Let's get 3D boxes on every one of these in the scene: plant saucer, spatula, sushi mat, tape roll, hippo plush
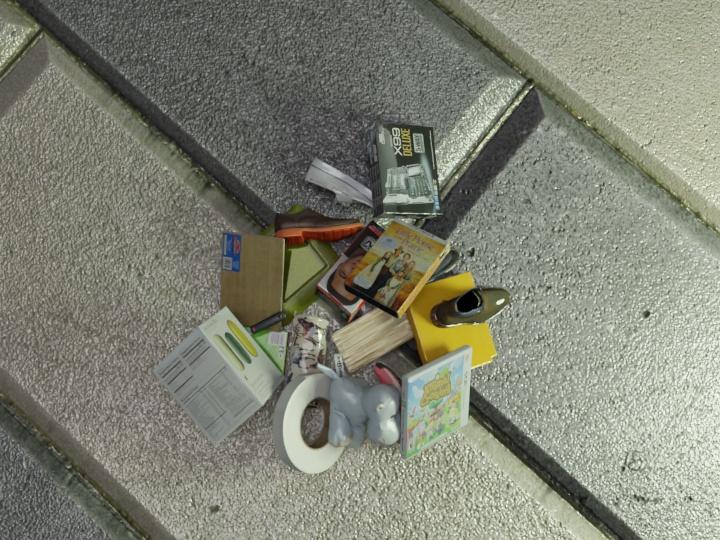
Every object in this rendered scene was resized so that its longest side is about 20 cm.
[{"bbox_3d":[-0.158,-0.016,1.730,0.199,0.048,0.201,-39,82,-4],"label":"plant saucer"},{"bbox_3d":[-0.247,0.138,1.688,0.196,0.021,0.058,-27,81,12],"label":"spatula"},{"bbox_3d":[0.040,0.133,1.683,0.197,0.012,0.097,-30,82,-2],"label":"sushi mat"},{"bbox_3d":[-0.098,0.314,1.616,0.036,0.200,0.209,-1,78,43],"label":"tape roll"},{"bbox_3d":[0.024,0.272,1.598,0.157,0.158,0.206,-2,99,32],"label":"hippo plush"}]

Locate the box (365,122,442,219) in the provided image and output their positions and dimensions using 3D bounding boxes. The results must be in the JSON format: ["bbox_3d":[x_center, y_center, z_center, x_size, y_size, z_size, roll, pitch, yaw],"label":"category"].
[{"bbox_3d":[0.096,-0.218,1.719,0.154,0.049,0.206,0,80,-29],"label":"box"}]

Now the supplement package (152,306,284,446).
[{"bbox_3d":[-0.289,0.215,1.610,0.150,0.152,0.201,-40,92,18],"label":"supplement package"}]

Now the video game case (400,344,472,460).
[{"bbox_3d":[0.156,0.267,1.591,0.197,0.022,0.187,-19,118,-40],"label":"video game case"}]

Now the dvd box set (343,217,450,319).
[{"bbox_3d":[0.077,-0.008,1.629,0.144,0.030,0.201,27,63,27],"label":"dvd box set"}]

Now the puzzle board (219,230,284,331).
[{"bbox_3d":[-0.236,0.022,1.696,0.147,0.017,0.206,8,104,18],"label":"puzzle board"}]

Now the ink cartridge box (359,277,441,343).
[{"bbox_3d":[0.098,0.087,1.713,0.195,0.039,0.102,-17,81,-2],"label":"ink cartridge box"}]

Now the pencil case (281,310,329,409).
[{"bbox_3d":[-0.120,0.194,1.682,0.087,0.078,0.206,9,82,-14],"label":"pencil case"}]

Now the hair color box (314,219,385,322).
[{"bbox_3d":[0.000,0.000,1.690,0.101,0.061,0.201,37,68,6],"label":"hair color box"}]

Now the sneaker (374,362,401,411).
[{"bbox_3d":[0.074,0.294,1.664,0.086,0.074,0.202,-33,82,-2],"label":"sneaker"}]

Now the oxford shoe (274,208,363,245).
[{"bbox_3d":[-0.091,-0.104,1.690,0.194,0.071,0.074,-4,71,-8],"label":"oxford shoe"}]

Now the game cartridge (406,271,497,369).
[{"bbox_3d":[0.192,0.121,1.680,0.172,0.032,0.205,-14,82,-23],"label":"game cartridge"}]

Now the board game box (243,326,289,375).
[{"bbox_3d":[-0.259,0.173,1.715,0.194,0.030,0.098,6,81,0],"label":"board game box"}]

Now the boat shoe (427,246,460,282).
[{"bbox_3d":[0.127,-0.007,1.676,0.197,0.060,0.077,-30,110,-24],"label":"boat shoe"}]

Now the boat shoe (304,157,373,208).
[{"bbox_3d":[-0.034,-0.177,1.747,0.197,0.073,0.066,31,95,12],"label":"boat shoe"}]

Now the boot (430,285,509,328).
[{"bbox_3d":[0.252,0.073,1.645,0.196,0.097,0.076,-16,82,-23],"label":"boot"}]
